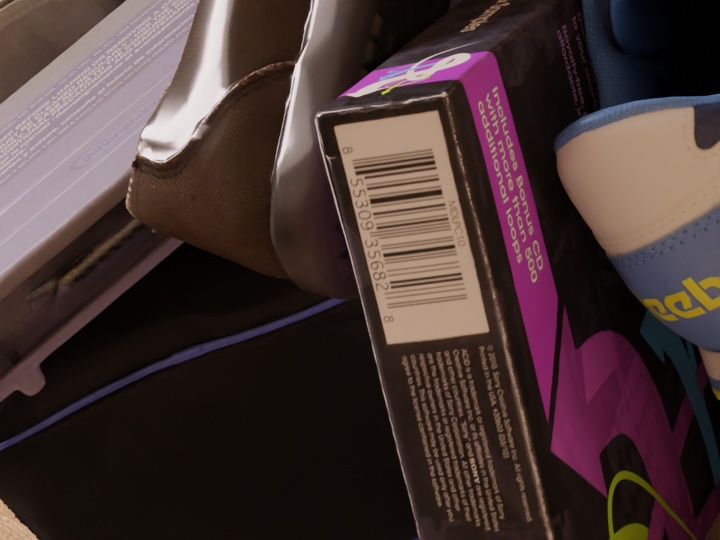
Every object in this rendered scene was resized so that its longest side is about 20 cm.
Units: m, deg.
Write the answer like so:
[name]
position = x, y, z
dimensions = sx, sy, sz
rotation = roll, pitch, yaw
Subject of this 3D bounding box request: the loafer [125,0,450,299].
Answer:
[loafer]
position = -0.012, -0.090, 0.691
dimensions = 0.073, 0.071, 0.200
rotation = 63, -144, -55

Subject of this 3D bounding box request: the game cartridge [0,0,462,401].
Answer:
[game cartridge]
position = -0.059, -0.034, 0.777
dimensions = 0.200, 0.038, 0.130
rotation = -40, 18, -9

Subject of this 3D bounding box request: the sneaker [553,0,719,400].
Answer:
[sneaker]
position = 0.102, -0.068, 0.669
dimensions = 0.074, 0.082, 0.200
rotation = -30, 28, 47

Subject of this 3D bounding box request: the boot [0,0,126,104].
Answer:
[boot]
position = -0.037, -0.020, 0.974
dimensions = 0.073, 0.200, 0.182
rotation = -32, 2, 38

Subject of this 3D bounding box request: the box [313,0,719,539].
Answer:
[box]
position = 0.054, 0.000, 0.697
dimensions = 0.200, 0.036, 0.143
rotation = -46, -55, -62

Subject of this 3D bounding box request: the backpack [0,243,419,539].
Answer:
[backpack]
position = 0.000, 0.000, 0.840
dimensions = 0.182, 0.135, 0.200
rotation = -24, 25, 31
